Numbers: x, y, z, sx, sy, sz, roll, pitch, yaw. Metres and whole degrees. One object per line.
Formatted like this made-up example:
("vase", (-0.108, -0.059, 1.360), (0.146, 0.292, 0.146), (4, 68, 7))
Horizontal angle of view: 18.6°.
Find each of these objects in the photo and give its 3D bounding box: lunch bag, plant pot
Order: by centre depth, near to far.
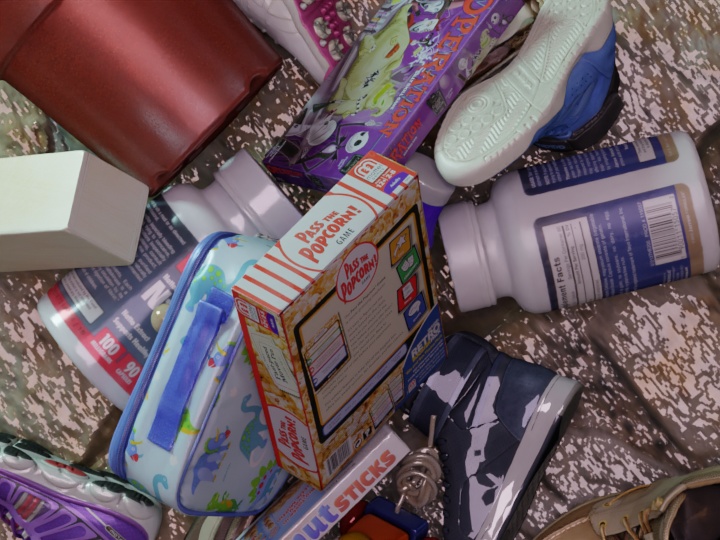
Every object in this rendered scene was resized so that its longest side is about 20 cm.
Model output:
("lunch bag", (-0.091, 0.074, 1.574), (0.082, 0.161, 0.200), (25, 96, 25))
("plant pot", (-0.176, -0.173, 1.665), (0.195, 0.201, 0.201), (44, 90, -3))

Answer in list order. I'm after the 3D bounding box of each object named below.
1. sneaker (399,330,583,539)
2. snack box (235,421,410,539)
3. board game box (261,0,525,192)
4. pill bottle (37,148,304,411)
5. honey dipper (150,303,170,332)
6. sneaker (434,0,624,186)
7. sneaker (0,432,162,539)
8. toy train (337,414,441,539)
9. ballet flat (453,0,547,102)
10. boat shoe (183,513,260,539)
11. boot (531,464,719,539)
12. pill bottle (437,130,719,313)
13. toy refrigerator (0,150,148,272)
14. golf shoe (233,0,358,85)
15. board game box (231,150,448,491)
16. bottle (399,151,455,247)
("sneaker", (0.064, 0.145, 1.684), (0.146, 0.077, 0.203), (26, 96, 13))
("snack box", (-0.049, 0.186, 1.624), (0.200, 0.072, 0.024), (-44, 107, -2))
("board game box", (0.024, -0.140, 1.653), (0.120, 0.032, 0.200), (18, 64, 45))
("pill bottle", (-0.135, 0.005, 1.678), (0.200, 0.120, 0.120), (-41, 85, 1))
("honey dipper", (-0.134, 0.092, 1.641), (0.038, 0.200, 0.038), (-2, 52, 3))
("sneaker", (0.133, -0.111, 1.657), (0.077, 0.111, 0.200), (18, 57, 31))
("sneaker", (-0.255, 0.181, 1.698), (0.200, 0.081, 0.084), (21, 94, 4))
("toy train", (0.000, 0.207, 1.624), (0.085, 0.116, 0.200), (24, 115, 31))
("ballet flat", (0.063, -0.162, 1.706), (0.200, 0.062, 0.068), (-35, 85, 1))
("boat shoe", (-0.101, 0.221, 1.692), (0.075, 0.075, 0.203), (29, 97, -3))
("boot", (0.211, 0.198, 1.628), (0.200, 0.155, 0.073), (-19, 86, 2))
("pill bottle", (0.163, -0.030, 1.667), (0.200, 0.111, 0.111), (-14, 86, 3))
("toy refrigerator", (-0.261, -0.044, 1.659), (0.200, 0.076, 0.070), (-2, 69, 38))
("golf shoe", (-0.076, -0.223, 1.724), (0.091, 0.075, 0.200), (-30, 91, 31))
("board game box", (-0.010, 0.038, 1.546), (0.046, 0.200, 0.152), (28, 58, 29))
("bottle", (0.000, 0.000, 1.660), (0.083, 0.065, 0.200), (33, 117, -1))
